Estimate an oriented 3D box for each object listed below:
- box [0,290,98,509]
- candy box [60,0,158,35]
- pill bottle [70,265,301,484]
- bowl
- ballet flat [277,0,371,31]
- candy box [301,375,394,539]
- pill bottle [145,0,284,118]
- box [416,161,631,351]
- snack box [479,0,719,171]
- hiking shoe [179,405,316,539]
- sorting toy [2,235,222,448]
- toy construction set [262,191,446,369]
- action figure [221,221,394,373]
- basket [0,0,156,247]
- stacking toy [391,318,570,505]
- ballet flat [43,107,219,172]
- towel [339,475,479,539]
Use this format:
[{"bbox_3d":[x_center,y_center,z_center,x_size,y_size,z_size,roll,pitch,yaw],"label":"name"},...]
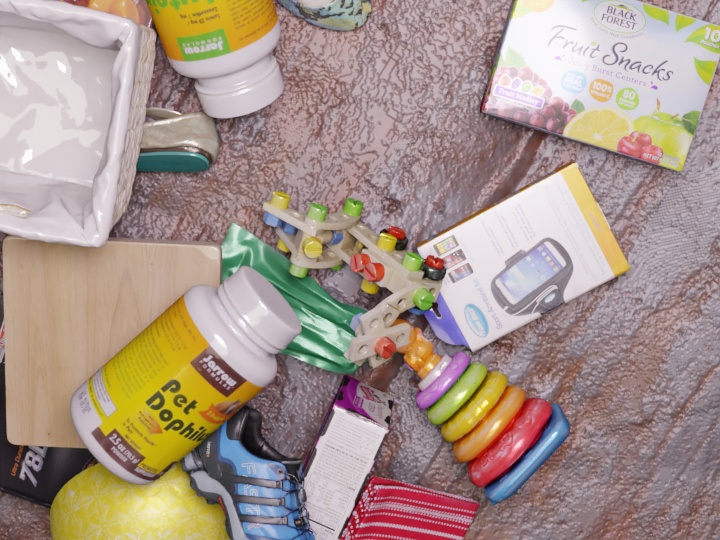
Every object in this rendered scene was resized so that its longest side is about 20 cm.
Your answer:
[{"bbox_3d":[-0.293,0.140,1.232,0.198,0.050,0.201,20,97,-1],"label":"box"},{"bbox_3d":[-0.289,-0.273,1.175,0.199,0.056,0.117,18,97,-1],"label":"candy box"},{"bbox_3d":[-0.150,0.089,1.070,0.200,0.109,0.109,-41,94,9],"label":"pill bottle"},{"bbox_3d":[-0.196,0.275,1.164,0.199,0.108,0.200,-6,134,-6],"label":"bowl"},{"bbox_3d":[-0.076,-0.298,1.157,0.200,0.074,0.074,35,97,-3],"label":"ballet flat"},{"bbox_3d":[-0.034,0.215,1.185,0.061,0.136,0.200,25,98,0],"label":"candy box"},{"bbox_3d":[-0.138,-0.247,1.120,0.111,0.111,0.200,-15,122,4],"label":"pill bottle"},{"bbox_3d":[0.149,-0.009,1.200,0.200,0.041,0.119,-28,95,8],"label":"box"},{"bbox_3d":[0.230,-0.191,1.165,0.199,0.053,0.143,16,96,0],"label":"snack box"},{"bbox_3d":[-0.077,0.210,1.084,0.087,0.074,0.200,-45,76,14],"label":"hiking shoe"},{"bbox_3d":[-0.230,0.063,1.157,0.198,0.070,0.201,3,103,0],"label":"sorting toy"},{"bbox_3d":[0.000,0.000,1.145,0.092,0.131,0.200,-57,49,29],"label":"toy construction set"},{"bbox_3d":[-0.059,0.046,1.205,0.200,0.055,0.118,24,97,4],"label":"action figure"},{"bbox_3d":[-0.293,-0.143,1.072,0.198,0.161,0.201,10,102,-3],"label":"basket"},{"bbox_3d":[0.097,0.121,1.182,0.200,0.116,0.110,43,97,0],"label":"stacking toy"},{"bbox_3d":[-0.238,-0.128,1.197,0.199,0.067,0.063,0,69,-1],"label":"ballet flat"},{"bbox_3d":[0.027,0.308,1.217,0.144,0.022,0.200,19,100,-34],"label":"towel"}]
